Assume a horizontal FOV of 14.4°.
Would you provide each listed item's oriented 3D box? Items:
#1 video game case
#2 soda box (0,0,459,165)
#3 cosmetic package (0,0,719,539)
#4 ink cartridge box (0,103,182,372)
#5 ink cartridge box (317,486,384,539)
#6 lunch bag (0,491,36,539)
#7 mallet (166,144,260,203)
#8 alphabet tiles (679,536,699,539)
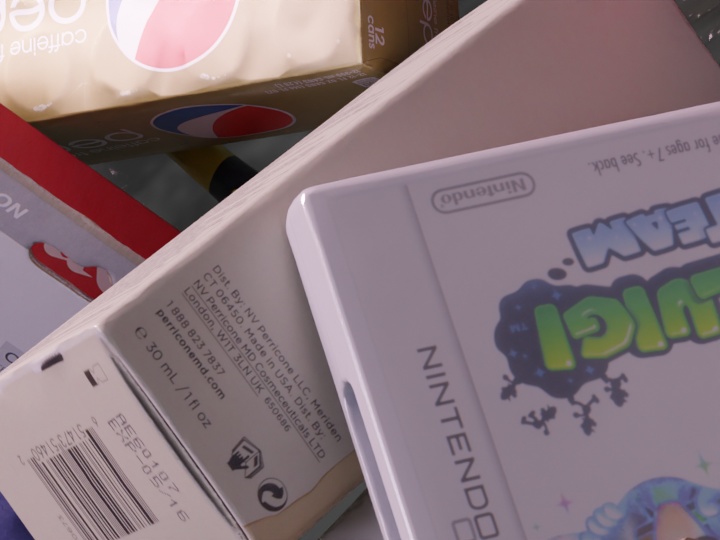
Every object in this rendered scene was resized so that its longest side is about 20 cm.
[{"bbox_3d":[0.102,0.045,0.667,0.024,0.199,0.183,116,139,-64],"label":"video game case"},{"bbox_3d":[-0.070,-0.075,0.893,0.199,0.064,0.068,-8,79,30],"label":"soda box"},{"bbox_3d":[0.000,0.000,0.743,0.073,0.200,0.103,55,149,-5],"label":"cosmetic package"},{"bbox_3d":[-0.109,0.019,0.871,0.176,0.200,0.084,-42,19,36],"label":"ink cartridge box"},{"bbox_3d":[0.082,0.142,0.707,0.084,0.146,0.201,-47,57,41],"label":"ink cartridge box"},{"bbox_3d":[-0.108,0.153,0.779,0.135,0.200,0.133,-22,46,7],"label":"lunch bag"},{"bbox_3d":[-0.053,-0.026,0.934,0.200,0.041,0.066,47,118,32],"label":"mallet"},{"bbox_3d":[0.112,0.155,0.613,0.006,0.199,0.167,139,146,-71],"label":"alphabet tiles"}]
